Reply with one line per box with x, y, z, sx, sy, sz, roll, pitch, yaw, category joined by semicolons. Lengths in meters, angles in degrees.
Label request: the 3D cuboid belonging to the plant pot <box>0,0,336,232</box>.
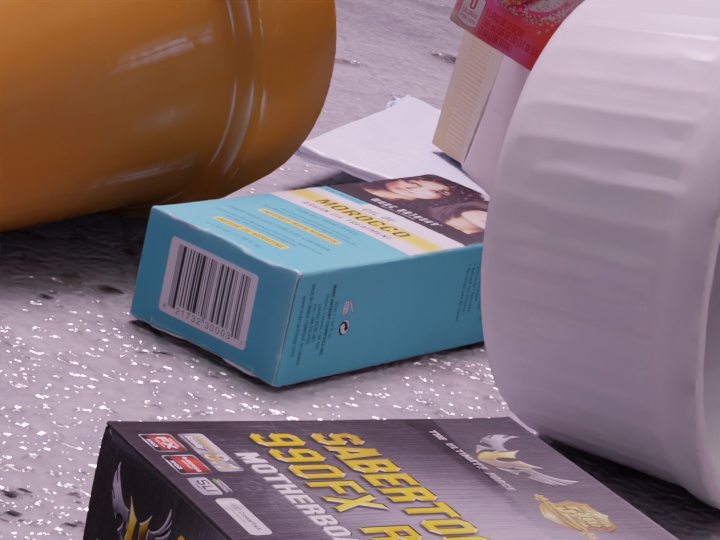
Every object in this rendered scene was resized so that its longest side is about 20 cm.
-0.142;-0.100;0.987;0.199;0.201;0.183;23;35;30;plant pot

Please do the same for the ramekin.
0.126;-0.015;0.883;0.097;0.202;0.200;13;14;28;ramekin

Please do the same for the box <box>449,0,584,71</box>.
0.155;-0.110;1.034;0.200;0.095;0.102;36;24;29;box

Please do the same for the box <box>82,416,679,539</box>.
0.032;0.103;0.663;0.157;0.049;0.200;2;20;-33;box

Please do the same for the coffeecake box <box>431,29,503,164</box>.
0.155;-0.117;1.228;0.199;0.155;0.073;4;22;-33;coffeecake box

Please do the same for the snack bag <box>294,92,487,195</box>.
0.077;-0.043;1.225;0.199;0.022;0.188;21;19;15;snack bag

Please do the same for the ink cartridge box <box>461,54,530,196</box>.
0.171;-0.040;1.132;0.199;0.083;0.147;8;26;-33;ink cartridge box

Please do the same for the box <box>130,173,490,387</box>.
0.000;0.000;0.979;0.082;0.050;0.199;24;19;32;box
